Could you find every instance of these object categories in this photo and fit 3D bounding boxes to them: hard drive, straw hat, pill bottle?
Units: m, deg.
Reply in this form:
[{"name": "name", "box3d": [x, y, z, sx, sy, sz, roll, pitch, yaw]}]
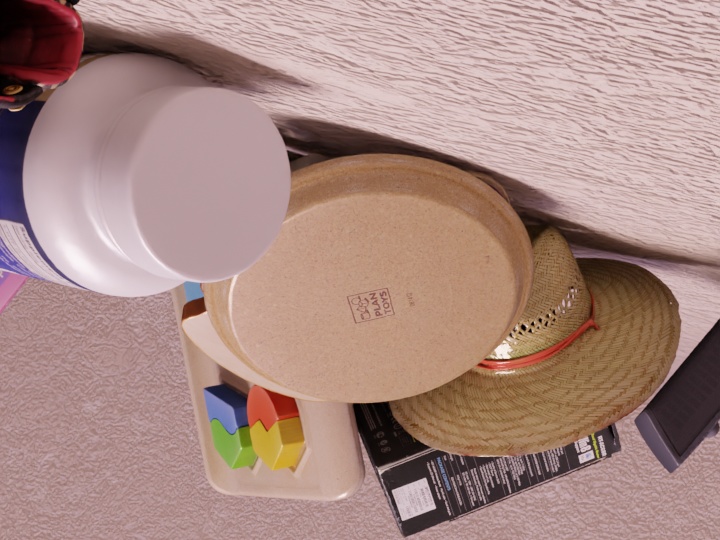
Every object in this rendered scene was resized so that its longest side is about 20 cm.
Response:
[{"name": "hard drive", "box3d": [0.219, 0.061, 1.076, 0.042, 0.135, 0.200, 40, -177, 11]}, {"name": "straw hat", "box3d": [0.097, 0.017, 1.091, 0.201, 0.201, 0.085, 12, 132, 40]}, {"name": "pill bottle", "box3d": [-0.128, -0.049, 0.884, 0.120, 0.120, 0.200, 19, 174, -39]}]

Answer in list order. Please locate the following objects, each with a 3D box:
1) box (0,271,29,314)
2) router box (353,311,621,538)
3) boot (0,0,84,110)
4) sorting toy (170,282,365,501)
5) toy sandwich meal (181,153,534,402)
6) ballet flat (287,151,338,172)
[{"name": "box", "box3d": [-0.342, -0.021, 1.232, 0.200, 0.176, 0.097, 41, 168, -16]}, {"name": "router box", "box3d": [0.065, 0.072, 1.167, 0.150, 0.062, 0.200, -22, -149, -2]}, {"name": "boot", "box3d": [-0.182, -0.101, 0.756, 0.151, 0.073, 0.200, 13, 170, 30]}, {"name": "sorting toy", "box3d": [-0.073, 0.062, 1.181, 0.036, 0.185, 0.200, -10, 179, -30]}, {"name": "toy sandwich meal", "box3d": [0.000, 0.000, 1.008, 0.205, 0.205, 0.070, 17, -141, -20]}, {"name": "ballet flat", "box3d": [-0.053, -0.054, 1.038, 0.200, 0.076, 0.064, 13, 147, -29]}]
